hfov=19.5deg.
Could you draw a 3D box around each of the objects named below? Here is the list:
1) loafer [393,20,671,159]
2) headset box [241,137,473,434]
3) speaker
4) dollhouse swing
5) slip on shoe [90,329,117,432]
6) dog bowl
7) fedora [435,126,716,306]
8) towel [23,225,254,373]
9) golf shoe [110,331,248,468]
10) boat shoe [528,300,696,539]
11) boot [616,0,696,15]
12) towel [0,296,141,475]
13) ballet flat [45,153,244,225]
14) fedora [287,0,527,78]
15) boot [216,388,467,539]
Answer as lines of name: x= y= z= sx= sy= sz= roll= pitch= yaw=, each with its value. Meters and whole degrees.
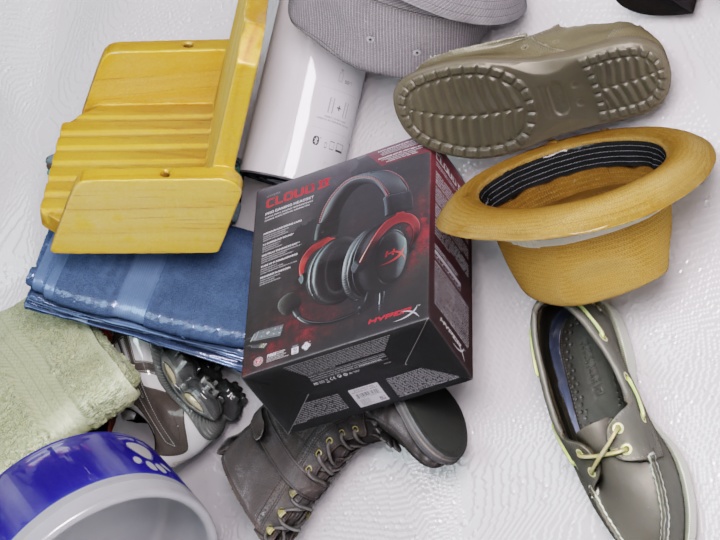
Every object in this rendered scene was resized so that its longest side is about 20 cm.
loafer: x=0.122 y=-0.129 z=1.466 sx=0.198 sy=0.068 sz=0.077 roll=-5 pitch=114 yaw=17
headset box: x=0.000 y=0.000 z=1.494 sx=0.147 sy=0.075 sz=0.201 roll=-17 pitch=44 yaw=21
speaker: x=-0.032 y=-0.163 z=1.608 sx=0.081 sy=0.081 sz=0.202 roll=10 pitch=86 yaw=40
dollhouse swing: x=-0.153 y=-0.141 z=1.581 sx=0.180 sy=0.177 sz=0.201 roll=0 pitch=37 yaw=2
slip on shoe: x=-0.224 y=0.107 z=1.673 sx=0.201 sy=0.074 sz=0.061 roll=-87 pitch=23 yaw=-45
dog bowl: x=-0.210 y=0.223 z=1.581 sx=0.079 sy=0.199 sz=0.201 roll=44 pitch=107 yaw=39
fedora: x=0.150 y=-0.031 z=1.403 sx=0.199 sy=0.200 sz=0.082 roll=-4 pitch=113 yaw=38
towel: x=-0.151 y=0.005 z=1.621 sx=0.198 sy=0.049 sz=0.112 roll=14 pitch=59 yaw=11
golf shoe: x=-0.176 y=0.069 z=1.672 sx=0.095 sy=0.077 sz=0.200 roll=-50 pitch=53 yaw=19
boat shoe: x=0.163 y=0.107 z=1.397 sx=0.072 sy=0.060 sz=0.203 roll=-33 pitch=60 yaw=29
boot: x=0.271 y=-0.273 z=1.417 sx=0.187 sy=0.068 sz=0.202 roll=2 pitch=73 yaw=47
towel: x=-0.261 y=0.085 z=1.637 sx=0.148 sy=0.037 sz=0.200 roll=-36 pitch=36 yaw=-8
ballet flat: x=-0.171 y=-0.086 z=1.713 sx=0.199 sy=0.074 sz=0.075 roll=17 pitch=90 yaw=31
fedora: x=0.017 y=-0.200 z=1.520 sx=0.177 sy=0.198 sz=0.091 roll=-102 pitch=30 yaw=-59
boot: x=-0.018 y=0.135 z=1.539 sx=0.175 sy=0.069 sz=0.200 roll=-57 pitch=41 yaw=14
